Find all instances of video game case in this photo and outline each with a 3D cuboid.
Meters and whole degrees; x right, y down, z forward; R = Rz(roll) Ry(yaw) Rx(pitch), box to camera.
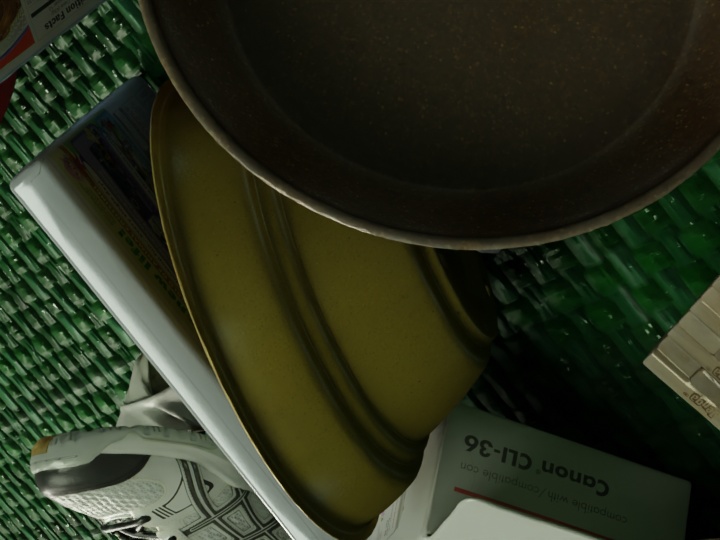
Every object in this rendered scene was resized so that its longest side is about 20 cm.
[{"bbox_3d":[-0.060,0.015,0.900,0.022,0.182,0.200,-36,99,14],"label":"video game case"}]

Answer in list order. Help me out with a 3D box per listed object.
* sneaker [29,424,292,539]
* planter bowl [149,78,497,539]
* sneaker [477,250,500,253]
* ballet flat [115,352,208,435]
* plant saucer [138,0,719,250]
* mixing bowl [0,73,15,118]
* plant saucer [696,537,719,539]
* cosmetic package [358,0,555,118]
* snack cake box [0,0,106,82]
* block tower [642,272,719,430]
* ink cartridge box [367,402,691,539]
[{"bbox_3d":[-0.075,0.134,1.023,0.200,0.088,0.076,22,157,-37],"label":"sneaker"},{"bbox_3d":[0.000,0.000,0.830,0.083,0.200,0.201,-23,114,14],"label":"planter bowl"},{"bbox_3d":[0.002,-0.097,0.778,0.200,0.081,0.075,36,130,5],"label":"sneaker"},{"bbox_3d":[-0.080,0.059,1.061,0.069,0.069,0.200,51,150,-8],"label":"ballet flat"},{"bbox_3d":[0.031,-0.098,0.632,0.200,0.200,0.037,41,168,8],"label":"plant saucer"},{"bbox_3d":[-0.233,-0.113,0.973,0.200,0.108,0.200,37,153,23],"label":"mixing bowl"},{"bbox_3d":[0.166,0.183,0.849,0.200,0.032,0.200,8,137,7],"label":"plant saucer"},{"bbox_3d":[-0.010,-0.130,0.703,0.200,0.051,0.083,61,165,12],"label":"cosmetic package"},{"bbox_3d":[-0.178,-0.128,0.824,0.067,0.200,0.115,22,140,34],"label":"snack cake box"},{"bbox_3d":[0.165,-0.012,0.692,0.054,0.058,0.200,42,146,7],"label":"block tower"},{"bbox_3d":[0.066,0.124,0.910,0.116,0.068,0.200,19,150,-11],"label":"ink cartridge box"}]
